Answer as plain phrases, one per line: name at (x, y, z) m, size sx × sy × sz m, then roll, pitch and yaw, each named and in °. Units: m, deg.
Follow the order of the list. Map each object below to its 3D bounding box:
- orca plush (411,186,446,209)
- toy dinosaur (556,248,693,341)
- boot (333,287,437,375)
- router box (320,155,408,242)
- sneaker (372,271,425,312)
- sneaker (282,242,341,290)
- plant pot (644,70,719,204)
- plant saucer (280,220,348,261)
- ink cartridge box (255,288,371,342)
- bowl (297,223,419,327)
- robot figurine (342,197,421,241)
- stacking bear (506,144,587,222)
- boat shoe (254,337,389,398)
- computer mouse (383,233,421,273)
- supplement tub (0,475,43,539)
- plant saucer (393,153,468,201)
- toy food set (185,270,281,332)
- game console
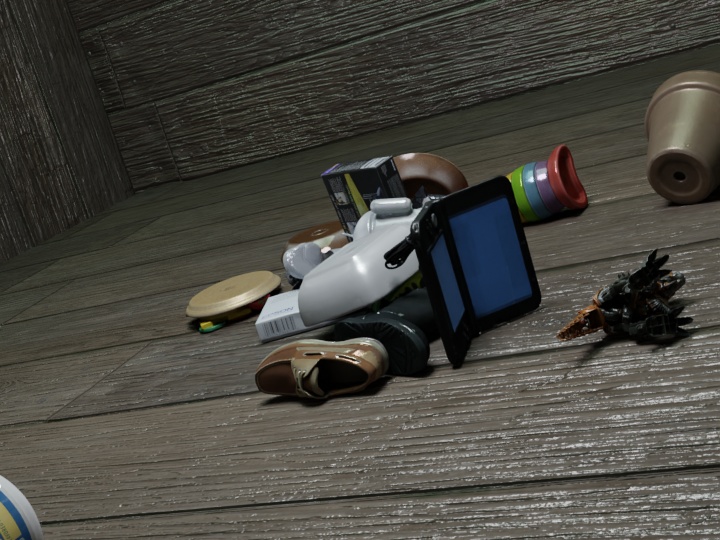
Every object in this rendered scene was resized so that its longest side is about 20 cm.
orca plush at (0.176, -0.070, 1.738) m, size 0.198 × 0.106 × 0.071 m, roll 25°, pitch 29°, yaw 13°
toy dinosaur at (0.331, 0.049, 1.308) m, size 0.200 × 0.102 × 0.135 m, roll -45°, pitch 9°, yaw -23°
boot at (0.074, 0.080, 1.504) m, size 0.161 × 0.074 × 0.197 m, roll -19°, pitch 16°, yaw -35°
router box at (0.027, -0.106, 1.984) m, size 0.156 × 0.202 × 0.052 m, roll -1°, pitch 28°, yaw 48°
sneaker at (0.084, 0.019, 1.702) m, size 0.083 × 0.075 × 0.200 m, roll -2°, pitch 21°, yaw 35°
sneaker at (-0.103, 0.001, 1.952) m, size 0.113 × 0.077 × 0.199 m, roll -17°, pitch -11°, yaw 31°
plant pot at (0.563, -0.206, 1.796) m, size 0.198 × 0.201 × 0.175 m, roll -6°, pitch 37°, yaw 40°
plant saucer at (-0.086, -0.069, 2.331) m, size 0.198 × 0.037 × 0.201 m, roll -16°, pitch 14°, yaw 4°
ink cartridge box at (-0.072, 0.051, 1.844) m, size 0.197 × 0.041 × 0.200 m, roll -16°, pitch 14°, yaw 8°
bowl at (0.000, 0.000, 1.656) m, size 0.199 × 0.075 × 0.200 m, roll -22°, pitch 13°, yaw 46°
robot figurine at (0.072, -0.055, 1.821) m, size 0.197 × 0.171 × 0.113 m, roll -8°, pitch 34°, yaw 20°
stacking bear at (0.302, -0.138, 1.977) m, size 0.198 × 0.123 × 0.113 m, roll -21°, pitch 4°, yaw 31°
boat shoe at (-0.061, 0.137, 1.440) m, size 0.198 × 0.077 × 0.072 m, roll -14°, pitch 16°, yaw 24°
computer mouse at (0.144, -0.026, 1.543) m, size 0.140 × 0.198 × 0.046 m, roll -46°, pitch 32°, yaw 42°
supplement tub at (-0.443, 0.312, 1.095) m, size 0.143 × 0.146 × 0.200 m, roll -9°, pitch 17°, yaw 32°
plant saucer at (0.109, -0.134, 2.028) m, size 0.198 × 0.201 × 0.037 m, roll -13°, pitch 42°, yaw 16°
toy food set at (-0.243, 0.055, 2.027) m, size 0.196 × 0.049 × 0.200 m, roll -20°, pitch 14°, yaw -5°
game console at (0.159, -0.003, 1.426) m, size 0.115 × 0.202 × 0.176 m, roll -13°, pitch 14°, yaw 19°
